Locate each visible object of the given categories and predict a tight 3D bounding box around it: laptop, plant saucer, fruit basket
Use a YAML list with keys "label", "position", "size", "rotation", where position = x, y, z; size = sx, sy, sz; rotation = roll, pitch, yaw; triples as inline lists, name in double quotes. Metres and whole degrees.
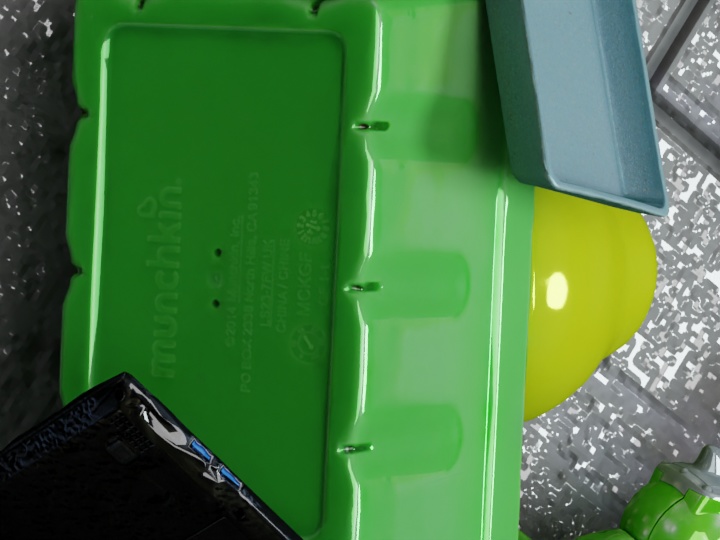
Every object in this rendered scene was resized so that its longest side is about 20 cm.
- label: "laptop"
  position: [-0.034, 0.103, 0.824]
  size: [0.200, 0.177, 0.103]
  rotation: [45, 39, -15]
- label: "plant saucer"
  position: [0.052, -0.114, 0.865]
  size: [0.070, 0.019, 0.201]
  rotation: [11, 68, -55]
- label: "fruit basket"
  position: [0.000, 0.000, 0.903]
  size: [0.216, 0.155, 0.216]
  rotation: [4, 90, -72]

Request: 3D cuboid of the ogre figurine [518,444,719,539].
- label: "ogre figurine"
  position: [0.079, 0.141, 0.963]
  size: [0.200, 0.098, 0.120]
  rotation: [-27, 123, 2]
